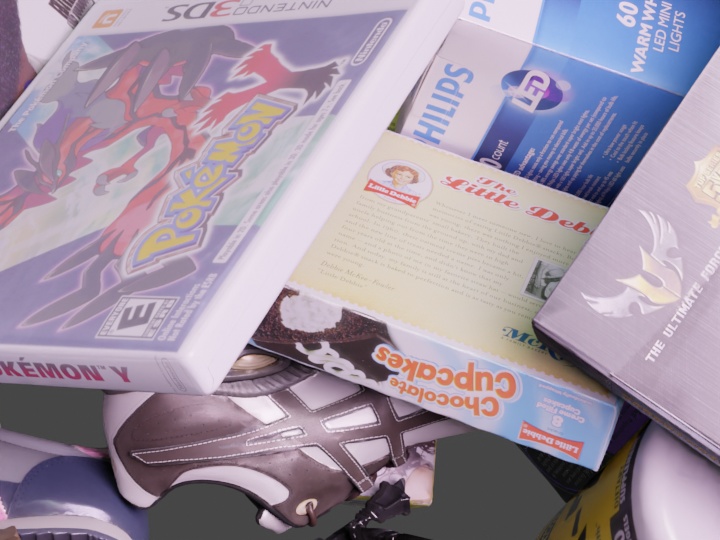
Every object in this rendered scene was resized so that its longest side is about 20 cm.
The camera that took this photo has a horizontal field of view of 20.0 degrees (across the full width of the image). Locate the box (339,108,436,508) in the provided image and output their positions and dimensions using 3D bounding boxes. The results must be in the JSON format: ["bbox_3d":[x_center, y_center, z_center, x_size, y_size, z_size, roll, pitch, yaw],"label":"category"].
[{"bbox_3d":[0.000,0.000,0.890,0.075,0.050,0.202,6,80,-13],"label":"box"}]

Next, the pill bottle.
[{"bbox_3d":[0.127,0.127,0.808,0.113,0.200,0.115,7,61,-13],"label":"pill bottle"}]

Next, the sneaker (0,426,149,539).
[{"bbox_3d":[-0.183,0.090,0.825,0.198,0.071,0.082,12,36,-7],"label":"sneaker"}]

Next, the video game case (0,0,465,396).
[{"bbox_3d":[-0.078,-0.037,0.746,0.201,0.181,0.023,-58,133,-34],"label":"video game case"}]

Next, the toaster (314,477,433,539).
[{"bbox_3d":[0.001,0.181,0.742,0.199,0.180,0.119,-27,108,-27],"label":"toaster"}]

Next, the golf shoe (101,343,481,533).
[{"bbox_3d":[-0.008,0.059,0.825,0.198,0.078,0.095,5,102,-10],"label":"golf shoe"}]

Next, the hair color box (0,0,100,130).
[{"bbox_3d":[-0.157,-0.090,0.851,0.111,0.064,0.201,-34,105,-45],"label":"hair color box"}]

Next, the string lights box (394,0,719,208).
[{"bbox_3d":[0.122,-0.064,0.820,0.199,0.103,0.059,19,61,-6],"label":"string lights box"}]

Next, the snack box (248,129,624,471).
[{"bbox_3d":[0.015,-0.004,0.791,0.199,0.037,0.116,20,39,8],"label":"snack box"}]

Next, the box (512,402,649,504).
[{"bbox_3d":[0.145,-0.006,0.927,0.200,0.122,0.106,-35,76,-29],"label":"box"}]

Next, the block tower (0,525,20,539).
[{"bbox_3d":[-0.198,0.158,0.746,0.199,0.058,0.054,-23,100,-10],"label":"block tower"}]

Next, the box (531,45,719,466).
[{"bbox_3d":[0.178,-0.016,0.703,0.158,0.048,0.201,35,85,11],"label":"box"}]
